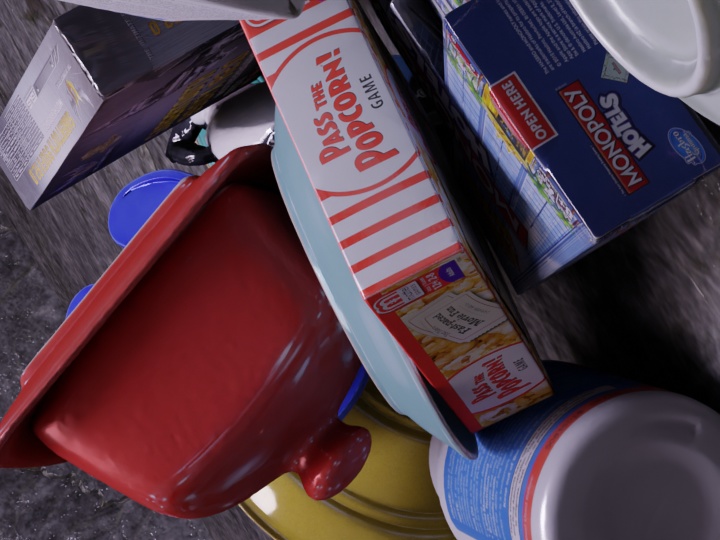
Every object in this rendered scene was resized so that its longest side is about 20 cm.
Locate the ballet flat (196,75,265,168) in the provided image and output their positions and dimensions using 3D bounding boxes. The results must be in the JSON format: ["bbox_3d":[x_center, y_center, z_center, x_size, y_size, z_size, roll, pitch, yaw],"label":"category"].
[{"bbox_3d":[-0.084,-0.118,1.517,0.200,0.069,0.063,59,-164,9],"label":"ballet flat"}]

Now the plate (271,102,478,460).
[{"bbox_3d":[0.000,0.000,1.109,0.201,0.026,0.200,63,-174,-12],"label":"plate"}]

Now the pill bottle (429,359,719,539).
[{"bbox_3d":[0.101,0.101,1.159,0.112,0.112,0.200,61,167,-13],"label":"pill bottle"}]

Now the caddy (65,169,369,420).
[{"bbox_3d":[-0.072,0.025,1.379,0.105,0.142,0.200,26,177,-43],"label":"caddy"}]

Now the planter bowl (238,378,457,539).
[{"bbox_3d":[0.016,0.088,1.428,0.200,0.200,0.084,51,129,31],"label":"planter bowl"}]

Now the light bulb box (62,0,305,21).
[{"bbox_3d":[-0.087,-0.201,0.931,0.200,0.124,0.199,-160,82,-72],"label":"light bulb box"}]

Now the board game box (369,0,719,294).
[{"bbox_3d":[0.061,-0.075,0.986,0.200,0.062,0.200,57,172,17],"label":"board game box"}]

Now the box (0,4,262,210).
[{"bbox_3d":[-0.102,-0.113,1.263,0.048,0.158,0.200,56,157,2],"label":"box"}]

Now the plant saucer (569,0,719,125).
[{"bbox_3d":[0.100,-0.114,0.798,0.200,0.050,0.200,55,167,19],"label":"plant saucer"}]

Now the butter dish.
[{"bbox_3d":[-0.059,0.053,1.191,0.148,0.200,0.199,40,-176,8],"label":"butter dish"}]

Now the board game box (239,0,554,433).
[{"bbox_3d":[0.017,-0.030,1.035,0.152,0.046,0.200,66,-174,24],"label":"board game box"}]

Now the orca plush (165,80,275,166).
[{"bbox_3d":[-0.057,-0.061,1.361,0.200,0.105,0.071,1,119,59],"label":"orca plush"}]

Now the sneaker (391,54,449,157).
[{"bbox_3d":[0.028,-0.020,1.250,0.083,0.071,0.200,56,166,39],"label":"sneaker"}]
